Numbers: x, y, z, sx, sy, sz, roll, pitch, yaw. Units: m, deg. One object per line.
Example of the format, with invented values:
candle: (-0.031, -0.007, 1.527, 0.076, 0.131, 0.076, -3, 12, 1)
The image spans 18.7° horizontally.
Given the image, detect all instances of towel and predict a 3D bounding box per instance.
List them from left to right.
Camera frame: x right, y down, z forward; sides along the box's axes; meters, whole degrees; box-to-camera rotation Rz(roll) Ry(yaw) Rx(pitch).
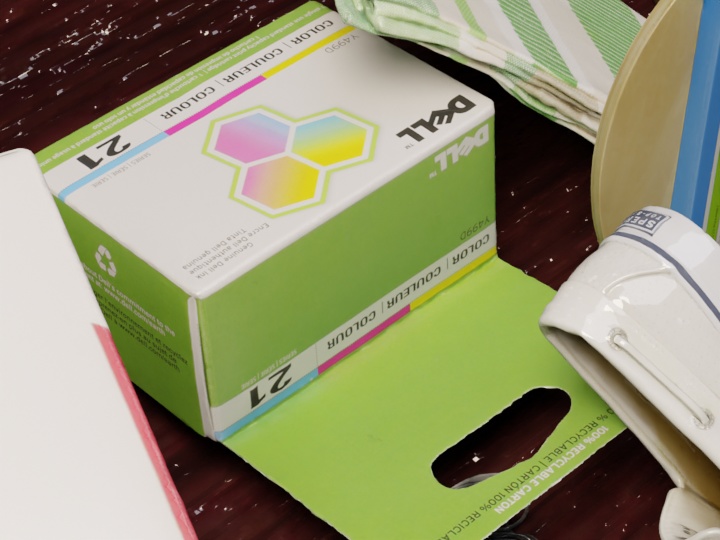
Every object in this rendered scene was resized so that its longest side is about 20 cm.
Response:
towel: (0.062, -0.096, 0.847, 0.199, 0.023, 0.153, 23, 26, -28)

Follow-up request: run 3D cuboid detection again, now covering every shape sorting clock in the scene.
shape sorting clock: (0.172, -0.058, 0.799, 0.199, 0.201, 0.039, -11, 36, -17)

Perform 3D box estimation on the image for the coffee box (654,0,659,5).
coffee box: (0.179, -0.133, 0.917, 0.079, 0.115, 0.201, -5, 51, -14)

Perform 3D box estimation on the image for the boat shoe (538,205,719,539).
boat shoe: (0.126, 0.082, 0.729, 0.086, 0.075, 0.202, -40, 102, -19)

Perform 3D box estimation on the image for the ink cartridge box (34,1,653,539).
ink cartridge box: (0.000, 0.000, 0.776, 0.148, 0.076, 0.200, -33, 48, -30)

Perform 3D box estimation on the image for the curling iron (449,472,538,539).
curling iron: (0.101, 0.133, 0.745, 0.200, 0.026, 0.050, 33, 56, 17)

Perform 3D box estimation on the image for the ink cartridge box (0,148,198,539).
ink cartridge box: (-0.109, 0.088, 0.636, 0.085, 0.200, 0.148, -16, 55, -20)
